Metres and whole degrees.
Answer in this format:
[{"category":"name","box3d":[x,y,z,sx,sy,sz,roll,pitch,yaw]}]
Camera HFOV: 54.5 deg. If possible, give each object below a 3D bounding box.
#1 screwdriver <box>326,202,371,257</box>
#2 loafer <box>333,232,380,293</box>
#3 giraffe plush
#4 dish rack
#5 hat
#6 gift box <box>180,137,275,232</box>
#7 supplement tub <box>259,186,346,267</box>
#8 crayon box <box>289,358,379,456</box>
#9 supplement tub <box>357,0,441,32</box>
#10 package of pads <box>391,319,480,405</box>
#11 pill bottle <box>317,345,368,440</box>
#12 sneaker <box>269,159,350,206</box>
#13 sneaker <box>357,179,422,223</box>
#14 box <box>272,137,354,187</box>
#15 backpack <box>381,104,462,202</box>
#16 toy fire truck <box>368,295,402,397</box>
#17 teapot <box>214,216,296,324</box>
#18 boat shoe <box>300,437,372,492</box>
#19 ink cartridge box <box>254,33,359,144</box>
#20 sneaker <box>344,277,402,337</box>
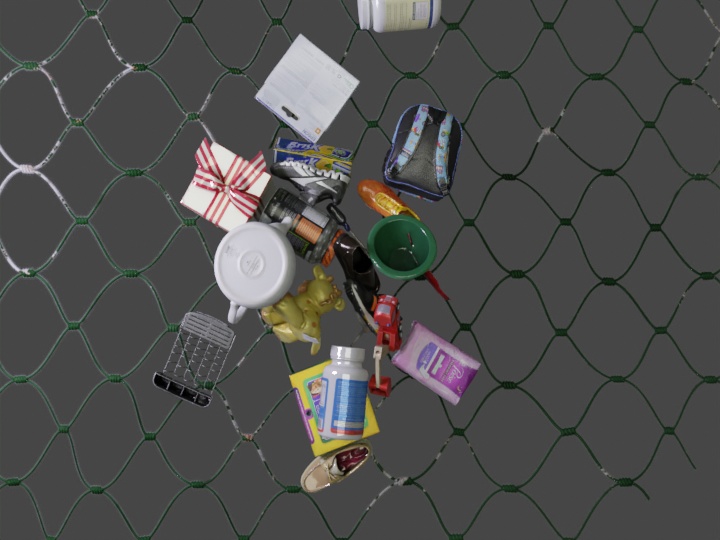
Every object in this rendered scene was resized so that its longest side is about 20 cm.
[{"category":"screwdriver","box3d":[-0.019,-0.085,1.740,0.029,0.028,0.202,-36,90,26]},{"category":"loafer","box3d":[0.000,0.000,1.665,0.073,0.071,0.201,-48,134,-15]},{"category":"giraffe plush","box3d":[-0.126,0.079,1.669,0.196,0.175,0.163,23,58,29]},{"category":"dish rack","box3d":[-0.396,0.209,1.691,0.150,0.055,0.205,23,86,-2]},{"category":"hat","box3d":[0.107,-0.007,1.701,0.163,0.178,0.202,-29,63,-13]},{"category":"gift box","box3d":[-0.307,-0.197,1.653,0.180,0.187,0.205,24,87,-1]},{"category":"supplement tub","box3d":[-0.139,-0.100,1.687,0.197,0.123,0.125,32,86,-1]},{"category":"crayon box","box3d":[-0.063,0.321,1.697,0.168,0.058,0.206,-19,87,-5]},{"category":"supplement tub","box3d":[0.093,-0.667,1.719,0.193,0.145,0.150,-6,87,-3]},{"category":"package of pads","box3d":[0.182,0.225,1.705,0.197,0.076,0.122,33,88,0]},{"category":"pill bottle","box3d":[-0.037,0.280,1.616,0.108,0.112,0.207,7,86,-2]},{"category":"sneaker","box3d":[-0.124,-0.203,1.658,0.194,0.066,0.093,12,80,-5]},{"category":"sneaker","box3d":[0.077,-0.161,1.723,0.198,0.077,0.074,36,87,2]},{"category":"box","box3d":[-0.117,-0.266,1.714,0.193,0.065,0.072,9,127,-3]},{"category":"backpack","box3d":[0.154,-0.289,1.704,0.177,0.135,0.206,16,87,-1]},{"category":"toy fire truck","box3d":[0.055,0.176,1.613,0.047,0.204,0.143,8,44,18]},{"category":"teapot","box3d":[-0.229,-0.005,1.565,0.194,0.146,0.203,-17,84,2]},{"category":"boat shoe","box3d":[-0.059,0.470,1.684,0.197,0.066,0.075,-34,88,-4]},{"category":"ink cartridge box","box3d":[-0.132,-0.448,1.748,0.198,0.041,0.202,38,86,0]},{"category":"sneaker","box3d":[0.034,0.076,1.681,0.089,0.070,0.202,-39,124,-10]}]
